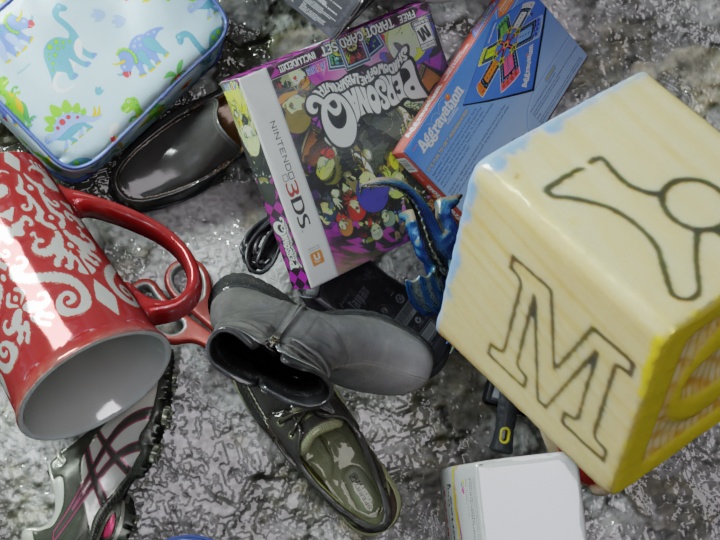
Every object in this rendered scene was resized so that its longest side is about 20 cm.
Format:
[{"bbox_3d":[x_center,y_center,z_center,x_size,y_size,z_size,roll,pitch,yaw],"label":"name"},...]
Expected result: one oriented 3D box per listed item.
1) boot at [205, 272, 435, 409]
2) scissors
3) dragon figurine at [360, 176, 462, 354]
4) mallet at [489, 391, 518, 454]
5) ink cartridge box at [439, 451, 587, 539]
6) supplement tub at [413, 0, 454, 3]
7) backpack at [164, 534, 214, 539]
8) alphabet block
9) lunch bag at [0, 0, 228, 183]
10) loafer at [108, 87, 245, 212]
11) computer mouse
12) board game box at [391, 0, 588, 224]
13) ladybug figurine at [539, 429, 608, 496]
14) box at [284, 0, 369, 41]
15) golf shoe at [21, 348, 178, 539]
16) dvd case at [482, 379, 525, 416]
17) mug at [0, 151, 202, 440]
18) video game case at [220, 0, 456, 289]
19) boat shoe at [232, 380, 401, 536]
[{"bbox_3d":[-0.030,0.075,1.511,0.199,0.132,0.070,15,109,-12],"label":"boot"},{"bbox_3d":[-0.110,0.068,1.585,0.073,0.014,0.200,-38,71,-18],"label":"scissors"},{"bbox_3d":[0.067,-0.002,1.551,0.059,0.200,0.100,-16,59,17],"label":"dragon figurine"},{"bbox_3d":[0.124,0.051,1.624,0.065,0.041,0.201,17,85,-7],"label":"mallet"},{"bbox_3d":[0.123,0.222,1.537,0.083,0.200,0.146,-6,84,-6],"label":"ink cartridge box"},{"bbox_3d":[0.064,-0.339,1.617,0.131,0.132,0.201,-14,76,-10],"label":"supplement tub"},{"bbox_3d":[-0.148,0.311,1.506,0.200,0.147,0.183,-42,107,-9],"label":"backpack"},{"bbox_3d":[0.201,0.007,1.444,0.195,0.197,0.200,-29,58,-29],"label":"alphabet block"},{"bbox_3d":[-0.220,-0.188,1.595,0.161,0.082,0.200,45,79,-2],"label":"lunch bag"},{"bbox_3d":[-0.122,-0.117,1.606,0.199,0.072,0.073,-35,89,-11],"label":"loafer"},{"bbox_3d":[0.000,0.000,1.629,0.199,0.046,0.141,35,60,-7],"label":"computer mouse"},{"bbox_3d":[0.112,-0.142,1.631,0.103,0.019,0.201,45,65,-26],"label":"board game box"},{"bbox_3d":[0.211,0.086,1.599,0.135,0.072,0.202,4,86,-25],"label":"ladybug figurine"},{"bbox_3d":[-0.070,-0.283,1.592,0.200,0.161,0.049,38,114,-2],"label":"box"},{"bbox_3d":[-0.206,0.150,1.563,0.088,0.077,0.201,19,80,1],"label":"golf shoe"},{"bbox_3d":[0.198,0.039,1.661,0.142,0.018,0.201,18,81,-7],"label":"dvd case"},{"bbox_3d":[-0.238,0.012,1.534,0.177,0.134,0.200,-12,57,-42],"label":"mug"},{"bbox_3d":[0.000,-0.105,1.590,0.199,0.036,0.182,-25,103,-30],"label":"video game case"},{"bbox_3d":[-0.035,0.132,1.591,0.072,0.066,0.201,-37,88,-7],"label":"boat shoe"}]
